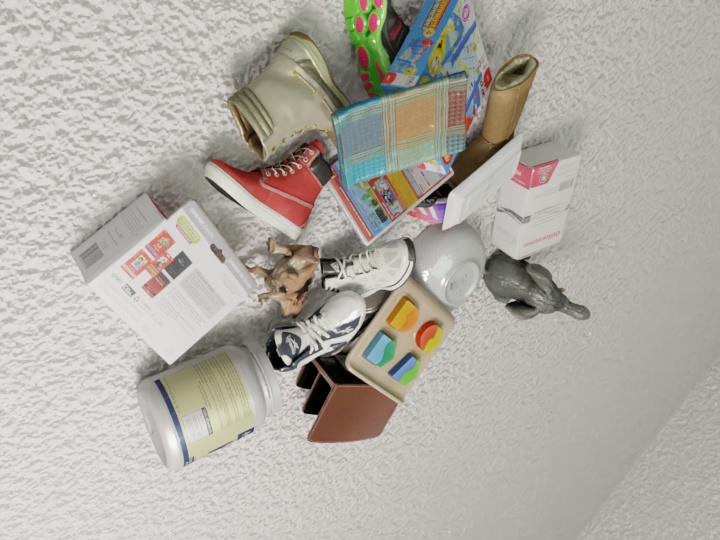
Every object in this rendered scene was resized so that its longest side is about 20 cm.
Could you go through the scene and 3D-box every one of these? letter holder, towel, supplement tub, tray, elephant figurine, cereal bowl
[{"bbox_3d":[-0.028,0.247,1.349,0.197,0.100,0.144,8,115,-43],"label":"letter holder"},{"bbox_3d":[0.059,-0.196,0.989,0.195,0.022,0.148,-18,145,-5],"label":"towel"},{"bbox_3d":[-0.237,0.208,1.107,0.197,0.145,0.148,-21,131,-27],"label":"supplement tub"},{"bbox_3d":[0.223,-0.154,1.238,0.199,0.022,0.108,-40,156,-21],"label":"tray"},{"bbox_3d":[0.361,0.039,1.460,0.153,0.200,0.143,-32,135,-17],"label":"elephant figurine"},{"bbox_3d":[0.173,0.006,1.364,0.197,0.083,0.204,-23,132,-28],"label":"cereal bowl"}]

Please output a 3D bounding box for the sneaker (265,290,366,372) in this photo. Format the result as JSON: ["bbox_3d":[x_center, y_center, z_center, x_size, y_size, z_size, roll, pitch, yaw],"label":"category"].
[{"bbox_3d":[-0.085,0.108,1.151,0.196,0.081,0.129,-29,176,22],"label":"sneaker"}]

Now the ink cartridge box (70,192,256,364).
[{"bbox_3d":[-0.267,0.002,0.982,0.175,0.084,0.202,-40,137,-10],"label":"ink cartridge box"}]

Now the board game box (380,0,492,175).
[{"bbox_3d":[0.124,-0.289,1.070,0.199,0.055,0.201,-63,148,-17],"label":"board game box"}]

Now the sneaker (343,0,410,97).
[{"bbox_3d":[0.029,-0.349,1.013,0.084,0.075,0.203,-50,143,-40],"label":"sneaker"}]

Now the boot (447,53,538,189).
[{"bbox_3d":[0.220,-0.248,1.191,0.176,0.066,0.201,-48,163,-20],"label":"boot"}]

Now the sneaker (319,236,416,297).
[{"bbox_3d":[0.000,0.001,1.159,0.113,0.078,0.199,1,160,-35],"label":"sneaker"}]

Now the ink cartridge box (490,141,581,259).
[{"bbox_3d":[0.353,-0.142,1.412,0.143,0.085,0.204,-18,127,-30],"label":"ink cartridge box"}]

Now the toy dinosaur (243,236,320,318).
[{"bbox_3d":[-0.102,0.001,1.089,0.133,0.088,0.199,-6,157,-40],"label":"toy dinosaur"}]

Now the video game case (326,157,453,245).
[{"bbox_3d":[0.046,-0.159,1.143,0.199,0.017,0.144,-39,110,-12],"label":"video game case"}]

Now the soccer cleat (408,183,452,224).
[{"bbox_3d":[0.116,-0.113,1.247,0.196,0.068,0.074,-6,132,-38],"label":"soccer cleat"}]

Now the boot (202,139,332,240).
[{"bbox_3d":[-0.127,-0.148,1.016,0.199,0.072,0.146,30,92,-49],"label":"boot"}]

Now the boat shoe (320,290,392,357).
[{"bbox_3d":[-0.011,0.083,1.278,0.199,0.067,0.057,-39,153,-12],"label":"boat shoe"}]

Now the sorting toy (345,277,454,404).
[{"bbox_3d":[0.082,0.132,1.286,0.184,0.036,0.202,38,83,-40],"label":"sorting toy"}]

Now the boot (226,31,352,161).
[{"bbox_3d":[-0.086,-0.202,0.975,0.155,0.071,0.201,-50,129,-20],"label":"boot"}]
